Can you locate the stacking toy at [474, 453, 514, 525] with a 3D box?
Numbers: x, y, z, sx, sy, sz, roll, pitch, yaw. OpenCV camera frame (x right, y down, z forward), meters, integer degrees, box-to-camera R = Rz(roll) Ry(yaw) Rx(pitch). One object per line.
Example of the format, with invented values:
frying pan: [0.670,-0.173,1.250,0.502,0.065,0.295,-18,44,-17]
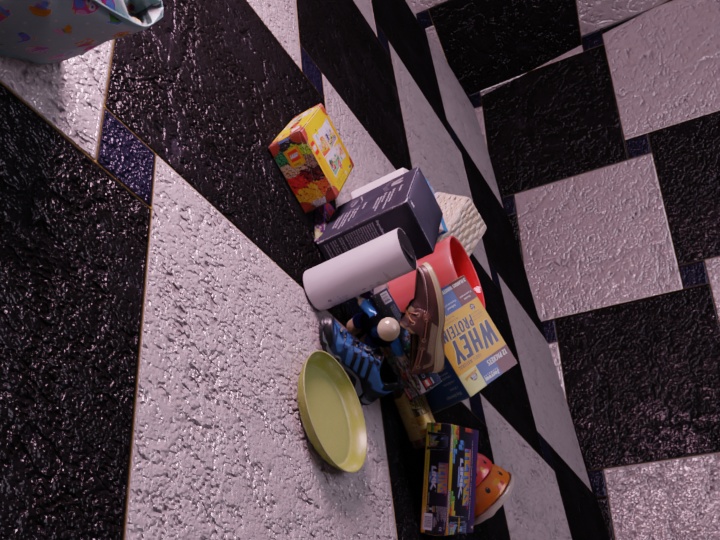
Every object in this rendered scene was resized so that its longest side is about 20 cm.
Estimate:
stacking toy: [0.212,0.417,1.688,0.200,0.146,0.146,47,21,-1]

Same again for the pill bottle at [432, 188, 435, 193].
pill bottle: [0.168,-0.160,2.164,0.201,0.112,0.114,54,23,-33]

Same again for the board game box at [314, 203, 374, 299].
board game box: [-0.032,-0.043,1.647,0.200,0.032,0.121,50,22,-40]

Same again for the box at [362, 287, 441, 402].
box: [0.073,0.145,1.527,0.202,0.037,0.137,60,-17,11]

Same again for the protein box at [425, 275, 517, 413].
protein box: [0.170,0.155,1.612,0.134,0.199,0.202,-28,82,-28]

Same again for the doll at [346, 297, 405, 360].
doll: [0.033,0.109,1.444,0.137,0.048,0.200,53,-16,-2]

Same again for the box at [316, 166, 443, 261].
box: [0.043,-0.082,1.553,0.119,0.197,0.197,59,22,-17]

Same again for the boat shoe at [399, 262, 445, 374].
boat shoe: [0.104,0.088,1.403,0.072,0.071,0.204,-129,-147,-65]

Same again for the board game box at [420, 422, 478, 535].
board game box: [0.176,0.405,1.561,0.165,0.056,0.204,26,66,-59]

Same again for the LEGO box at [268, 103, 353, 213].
LEGO box: [-0.094,-0.228,1.611,0.150,0.076,0.201,60,21,-18]

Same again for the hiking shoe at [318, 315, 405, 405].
hiking shoe: [-0.001,0.148,1.429,0.201,0.086,0.075,55,23,-30]

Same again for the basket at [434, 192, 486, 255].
basket: [0.216,-0.084,2.059,0.201,0.122,0.136,-54,127,-22]

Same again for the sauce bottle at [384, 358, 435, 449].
sauce bottle: [0.096,0.251,1.605,0.203,0.065,0.066,67,20,3]

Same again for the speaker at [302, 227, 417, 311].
speaker: [0.000,0.000,1.424,0.082,0.197,0.082,52,24,-34]

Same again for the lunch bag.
lunch bag: [-0.344,-0.312,0.915,0.199,0.168,0.124,11,65,-67]

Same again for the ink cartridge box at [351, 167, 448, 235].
ink cartridge box: [0.094,-0.135,1.894,0.199,0.145,0.147,5,63,-68]

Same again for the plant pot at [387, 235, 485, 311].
plant pot: [0.169,0.044,1.853,0.201,0.175,0.202,52,25,-36]

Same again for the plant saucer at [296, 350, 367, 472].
plant saucer: [-0.050,0.230,1.298,0.201,0.031,0.202,54,23,-35]
